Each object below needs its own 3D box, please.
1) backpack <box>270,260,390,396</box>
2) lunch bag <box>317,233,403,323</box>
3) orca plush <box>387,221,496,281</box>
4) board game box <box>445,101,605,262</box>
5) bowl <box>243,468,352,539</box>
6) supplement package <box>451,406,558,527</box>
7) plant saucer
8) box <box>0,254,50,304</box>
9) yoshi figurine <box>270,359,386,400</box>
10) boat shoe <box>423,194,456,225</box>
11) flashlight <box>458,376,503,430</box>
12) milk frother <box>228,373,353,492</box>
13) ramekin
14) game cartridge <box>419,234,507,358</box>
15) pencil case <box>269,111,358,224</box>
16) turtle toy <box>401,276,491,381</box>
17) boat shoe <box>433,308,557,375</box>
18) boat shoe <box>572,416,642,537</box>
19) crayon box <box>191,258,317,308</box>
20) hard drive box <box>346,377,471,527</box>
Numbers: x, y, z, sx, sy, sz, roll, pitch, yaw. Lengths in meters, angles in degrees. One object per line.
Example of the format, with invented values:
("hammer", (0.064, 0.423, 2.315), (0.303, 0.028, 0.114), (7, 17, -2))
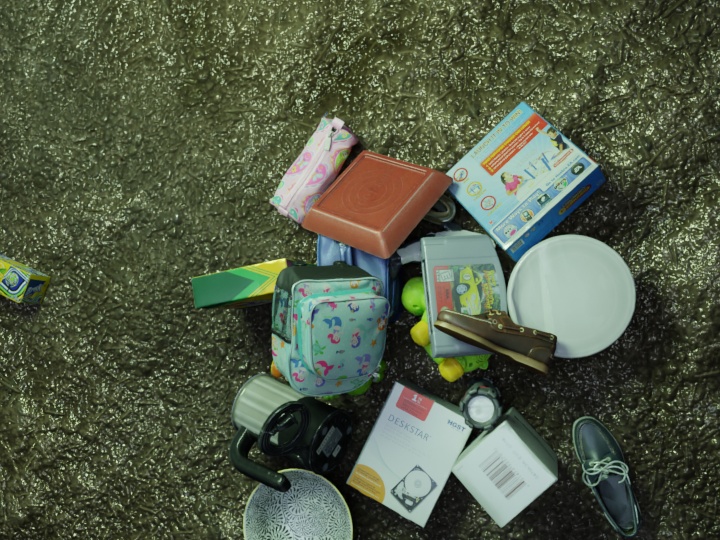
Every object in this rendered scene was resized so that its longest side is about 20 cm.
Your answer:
("backpack", (-0.048, 0.101, 1.220), (0.151, 0.177, 0.201), (38, 124, 55))
("lunch bag", (0.000, 0.000, 1.350), (0.135, 0.132, 0.201), (-4, 87, 13))
("orca plush", (0.135, -0.016, 1.336), (0.200, 0.071, 0.105), (-22, 65, -25))
("board game box", (0.267, -0.151, 1.294), (0.200, 0.056, 0.196), (-43, 53, 8))
("bowl", (-0.099, 0.445, 1.369), (0.200, 0.094, 0.202), (-1, 87, 13))
("supplement package", (0.237, 0.309, 1.240), (0.117, 0.200, 0.117), (-44, 78, 8))
("plant saucer", (0.023, -0.127, 1.310), (0.200, 0.037, 0.200), (22, 60, 37))
("box", (-0.738, 0.002, 1.561), (0.199, 0.070, 0.064), (21, 90, 14))
("yoshi figurine", (-0.057, 0.165, 1.351), (0.199, 0.113, 0.112), (11, 61, 6))
("boat shoe", (0.074, -0.139, 1.369), (0.199, 0.076, 0.072), (18, 91, 14))
("flashlight", (0.202, 0.214, 1.254), (0.068, 0.200, 0.068), (2, 87, 14))
("milk frother", (-0.142, 0.248, 1.301), (0.188, 0.180, 0.201), (18, 133, 33))
("ramekin", (0.340, 0.038, 1.270), (0.202, 0.094, 0.203), (0, 95, 4))
("game cartridge", (0.172, 0.040, 1.264), (0.133, 0.041, 0.201), (-3, 78, -12))
("pencil case", (-0.084, -0.184, 1.406), (0.087, 0.087, 0.200), (35, 96, 13))
("turtle toy", (0.149, 0.091, 1.321), (0.146, 0.101, 0.200), (-38, 83, -14))
("boat shoe", (0.213, 0.096, 1.204), (0.199, 0.070, 0.071), (23, 82, -11))
("boat shoe", (0.405, 0.340, 1.268), (0.075, 0.062, 0.201), (-19, 82, 14))
("crayon box", (-0.174, 0.027, 1.356), (0.172, 0.200, 0.059), (-10, 85, 13))
("hard drive box", (0.090, 0.312, 1.340), (0.155, 0.077, 0.201), (25, 93, 13))
